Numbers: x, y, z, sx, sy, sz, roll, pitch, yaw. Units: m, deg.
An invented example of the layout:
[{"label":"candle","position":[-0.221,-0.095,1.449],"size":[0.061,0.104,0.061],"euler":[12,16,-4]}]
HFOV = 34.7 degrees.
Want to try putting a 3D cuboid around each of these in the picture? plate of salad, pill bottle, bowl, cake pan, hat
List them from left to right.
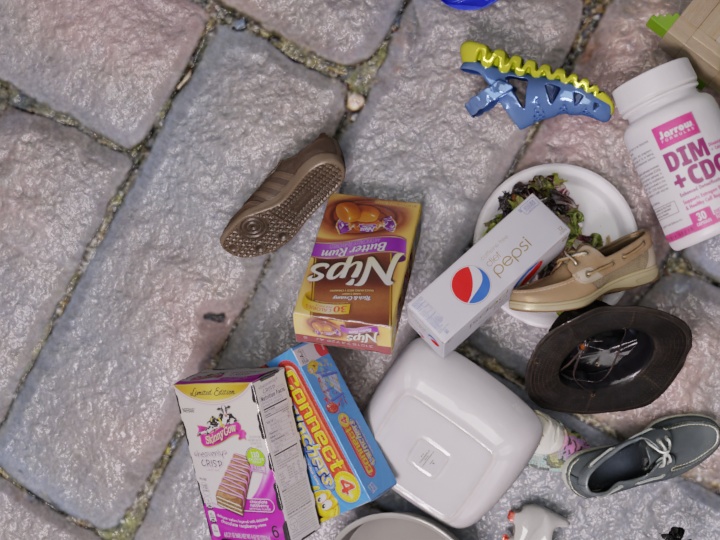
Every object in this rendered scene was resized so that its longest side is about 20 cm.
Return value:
[{"label":"cake pan","position":[0.053,0.378,1.391],"size":[0.199,0.037,0.201],"euler":[5,106,17]},{"label":"bowl","position":[0.092,0.202,1.352],"size":[0.199,0.075,0.200],"euler":[35,122,8]},{"label":"plate of salad","position":[0.235,-0.029,1.386],"size":[0.199,0.048,0.201],"euler":[0,90,10]},{"label":"hat","position":[0.282,0.086,1.354],"size":[0.199,0.081,0.201],"euler":[-6,131,-7]},{"label":"pill bottle","position":[0.374,-0.135,1.330],"size":[0.113,0.113,0.201],"euler":[-24,86,8]}]

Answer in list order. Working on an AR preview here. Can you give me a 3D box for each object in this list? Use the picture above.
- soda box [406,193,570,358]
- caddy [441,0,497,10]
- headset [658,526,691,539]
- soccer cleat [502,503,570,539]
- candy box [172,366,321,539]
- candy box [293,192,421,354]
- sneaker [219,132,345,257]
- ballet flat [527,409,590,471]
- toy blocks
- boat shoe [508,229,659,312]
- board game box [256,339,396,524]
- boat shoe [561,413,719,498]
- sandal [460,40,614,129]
[{"label":"soda box","position":[0.146,0.006,1.313],"size":[0.200,0.068,0.064],"euler":[-40,73,-11]},{"label":"caddy","position":[0.131,-0.417,1.380],"size":[0.141,0.105,0.201],"euler":[5,91,32]},{"label":"headset","position":[0.333,0.390,1.342],"size":[0.123,0.094,0.201],"euler":[22,104,8]},{"label":"soccer cleat","position":[0.196,0.381,1.380],"size":[0.077,0.069,0.201],"euler":[14,89,6]},{"label":"candy box","position":[-0.134,0.218,1.353],"size":[0.136,0.061,0.201],"euler":[-7,99,39]},{"label":"candy box","position":[0.000,0.000,1.361],"size":[0.116,0.057,0.201],"euler":[7,50,9]},{"label":"sneaker","position":[-0.095,-0.092,1.437],"size":[0.200,0.076,0.070],"euler":[-35,127,23]},{"label":"ballet flat","position":[0.180,0.185,1.376],"size":[0.199,0.071,0.069],"euler":[18,54,11]},{"label":"toy blocks","position":[0.451,-0.275,1.339],"size":[0.200,0.100,0.137],"euler":[39,84,7]},{"label":"boat shoe","position":[0.252,0.001,1.320],"size":[0.199,0.071,0.065],"euler":[-16,102,-26]},{"label":"board game box","position":[-0.081,0.208,1.385],"size":[0.196,0.056,0.201],"euler":[-33,83,39]},{"label":"boat shoe","position":[0.337,0.221,1.342],"size":[0.199,0.062,0.073],"euler":[-15,93,-7]},{"label":"sandal","position":[0.205,-0.208,1.382],"size":[0.199,0.079,0.088],"euler":[19,96,17]}]
